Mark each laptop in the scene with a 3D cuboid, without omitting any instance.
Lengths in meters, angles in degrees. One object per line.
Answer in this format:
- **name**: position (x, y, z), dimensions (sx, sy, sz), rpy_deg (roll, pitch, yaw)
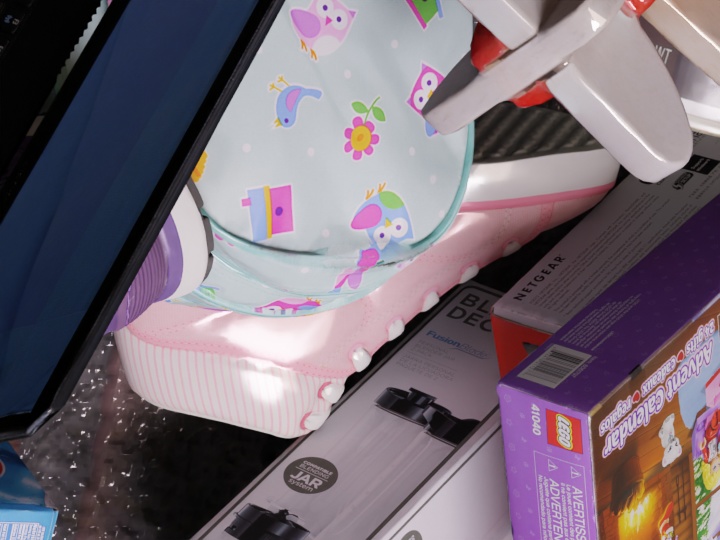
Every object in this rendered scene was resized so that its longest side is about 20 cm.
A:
- **laptop**: position (-0.121, -0.052, 0.568), dimensions (0.103, 0.200, 0.178), rpy_deg (92, 23, -63)

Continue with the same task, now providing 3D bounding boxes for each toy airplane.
- **toy airplane**: position (0.079, -0.111, 0.660), dimensions (0.199, 0.141, 0.201), rpy_deg (-3, 88, -22)

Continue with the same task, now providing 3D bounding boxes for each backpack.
- **backpack**: position (-0.038, -0.085, 0.710), dimensions (0.166, 0.127, 0.201), rpy_deg (1, 88, -23)

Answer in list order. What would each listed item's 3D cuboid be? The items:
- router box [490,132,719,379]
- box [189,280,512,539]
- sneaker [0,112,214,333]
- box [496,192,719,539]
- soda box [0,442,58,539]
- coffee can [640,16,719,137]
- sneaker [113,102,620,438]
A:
- **router box**: position (0.136, 0.039, 0.884), dimensions (0.200, 0.049, 0.180), rpy_deg (-41, 134, -37)
- **box**: position (0.013, 0.107, 0.843), dimensions (0.200, 0.060, 0.117), rpy_deg (-41, 137, -38)
- **sneaker**: position (-0.141, -0.006, 0.675), dimensions (0.088, 0.200, 0.076), rpy_deg (-37, 113, -37)
- **box**: position (0.124, 0.052, 0.796), dimensions (0.200, 0.039, 0.137), rpy_deg (-37, 132, -39)
- **soda box**: position (-0.170, 0.158, 0.817), dimensions (0.064, 0.068, 0.201), rpy_deg (6, 110, -31)
- **coffee can**: position (0.146, -0.158, 0.789), dimensions (0.146, 0.146, 0.201), rpy_deg (4, 111, -30)
- **sneaker**: position (0.000, 0.000, 0.830), dimensions (0.200, 0.075, 0.105), rpy_deg (-10, 114, -16)
